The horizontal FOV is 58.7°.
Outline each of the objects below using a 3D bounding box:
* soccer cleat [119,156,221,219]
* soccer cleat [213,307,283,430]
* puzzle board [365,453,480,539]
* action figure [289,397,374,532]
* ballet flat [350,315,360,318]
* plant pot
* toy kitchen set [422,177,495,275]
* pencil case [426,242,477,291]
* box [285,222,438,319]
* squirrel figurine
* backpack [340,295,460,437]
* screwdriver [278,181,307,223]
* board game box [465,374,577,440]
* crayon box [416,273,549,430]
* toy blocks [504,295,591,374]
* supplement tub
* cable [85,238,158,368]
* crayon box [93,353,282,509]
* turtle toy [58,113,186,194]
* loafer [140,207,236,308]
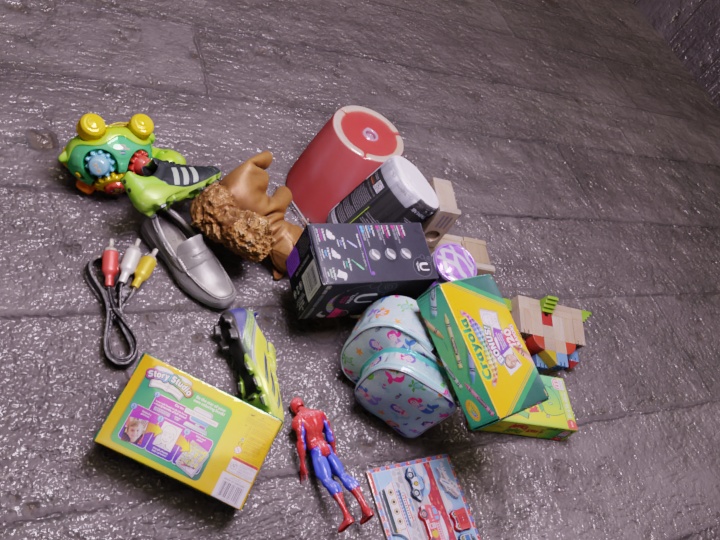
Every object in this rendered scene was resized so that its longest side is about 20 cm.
[{"bbox_3d":[-0.289,-0.145,1.002,0.081,0.067,0.200,53,28,-4],"label":"soccer cleat"},{"bbox_3d":[-0.146,0.141,0.938,0.083,0.065,0.201,-3,58,-45],"label":"soccer cleat"},{"bbox_3d":[0.104,0.373,0.926,0.150,0.017,0.201,-1,55,-31],"label":"puzzle board"},{"bbox_3d":[-0.053,0.265,0.901,0.065,0.052,0.201,-4,52,-38],"label":"action figure"},{"bbox_3d":[-0.020,0.040,1.087,0.199,0.068,0.068,25,48,-11],"label":"ballet flat"},{"bbox_3d":[-0.019,-0.195,1.202,0.199,0.178,0.201,16,48,-19],"label":"plant pot"},{"bbox_3d":[0.191,-0.034,1.190,0.199,0.181,0.164,9,52,-22],"label":"toy kitchen set"},{"bbox_3d":[0.124,0.037,1.088,0.084,0.200,0.086,-21,68,-28],"label":"pencil case"},{"bbox_3d":[0.000,0.000,0.998,0.199,0.122,0.107,-3,63,-28],"label":"box"},{"bbox_3d":[-0.172,-0.068,1.044,0.187,0.141,0.200,53,28,-6],"label":"squirrel figurine"},{"bbox_3d":[0.070,0.144,0.978,0.200,0.178,0.151,42,43,-4],"label":"backpack"},{"bbox_3d":[-0.100,-0.085,1.176,0.028,0.029,0.200,-22,64,-40],"label":"screwdriver"},{"bbox_3d":[0.274,0.231,1.116,0.199,0.048,0.102,12,50,-21],"label":"board game box"},{"bbox_3d":[0.173,0.111,0.910,0.118,0.058,0.201,-9,69,-40],"label":"crayon box"},{"bbox_3d":[0.354,0.133,1.223,0.199,0.100,0.137,13,61,-20],"label":"toy blocks"},{"bbox_3d":[0.026,-0.092,1.106,0.122,0.200,0.123,41,25,-24],"label":"supplement tub"},{"bbox_3d":[-0.349,0.038,0.911,0.097,0.050,0.201,12,49,-21],"label":"cable"},{"bbox_3d":[-0.215,0.205,0.814,0.199,0.058,0.119,28,66,-6],"label":"crayon box"},{"bbox_3d":[-0.375,-0.175,1.022,0.199,0.145,0.102,-10,80,-38],"label":"turtle toy"},{"bbox_3d":[-0.267,-0.024,0.995,0.200,0.070,0.070,43,46,8],"label":"loafer"}]
